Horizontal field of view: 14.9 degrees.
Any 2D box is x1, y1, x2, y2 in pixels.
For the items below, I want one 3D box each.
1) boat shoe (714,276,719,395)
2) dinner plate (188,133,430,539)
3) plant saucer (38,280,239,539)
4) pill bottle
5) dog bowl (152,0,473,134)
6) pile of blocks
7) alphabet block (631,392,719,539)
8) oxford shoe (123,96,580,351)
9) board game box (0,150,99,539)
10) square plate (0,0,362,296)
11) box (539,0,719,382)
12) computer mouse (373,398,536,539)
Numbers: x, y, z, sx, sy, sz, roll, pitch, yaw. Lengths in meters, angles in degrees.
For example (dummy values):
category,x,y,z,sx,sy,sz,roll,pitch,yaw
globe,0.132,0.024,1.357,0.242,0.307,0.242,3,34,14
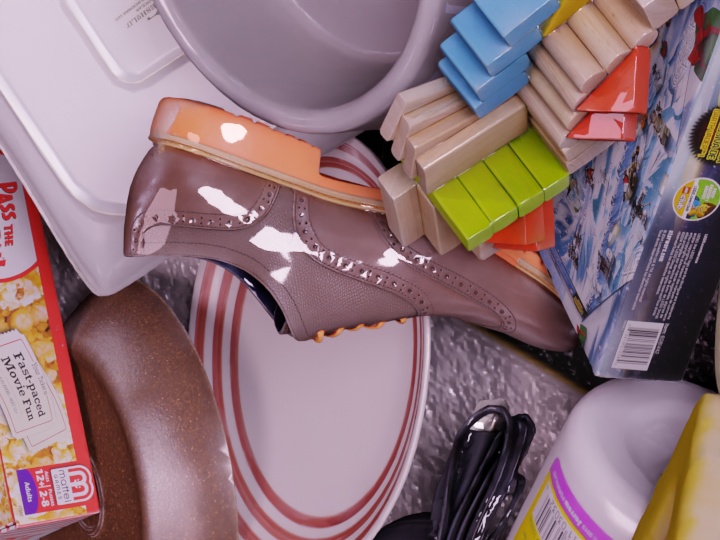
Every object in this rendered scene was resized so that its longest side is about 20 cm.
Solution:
category,x,y,z,sx,sy,sz,roll,pitch,yaw
boat shoe,0.177,-0.045,0.993,0.075,0.068,0.201,-146,63,-76
dinner plate,-0.019,0.036,1.216,0.200,0.024,0.201,-9,79,58
plant saucer,-0.117,0.104,1.318,0.200,0.037,0.201,21,115,58
pill bottle,0.098,0.146,1.114,0.104,0.104,0.200,44,131,25
dog bowl,-0.015,-0.143,1.046,0.200,0.059,0.201,23,124,39
pile of blocks,0.063,-0.057,0.978,0.062,0.082,0.200,53,146,22
alphabet block,0.168,0.194,0.946,0.199,0.195,0.197,21,122,1
oxford shoe,0.000,0.000,1.095,0.071,0.199,0.073,171,120,-79
board game box,-0.195,0.038,1.356,0.151,0.046,0.201,-26,74,60
square plate,-0.092,-0.115,1.171,0.200,0.028,0.198,-32,97,17
box,0.113,-0.078,1.020,0.137,0.040,0.200,-110,31,-52
computer mouse,0.014,0.140,1.171,0.053,0.139,0.200,21,155,-2
